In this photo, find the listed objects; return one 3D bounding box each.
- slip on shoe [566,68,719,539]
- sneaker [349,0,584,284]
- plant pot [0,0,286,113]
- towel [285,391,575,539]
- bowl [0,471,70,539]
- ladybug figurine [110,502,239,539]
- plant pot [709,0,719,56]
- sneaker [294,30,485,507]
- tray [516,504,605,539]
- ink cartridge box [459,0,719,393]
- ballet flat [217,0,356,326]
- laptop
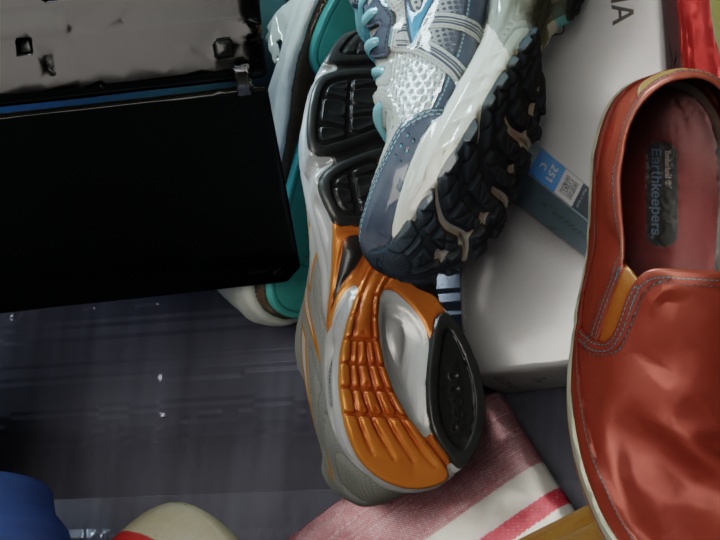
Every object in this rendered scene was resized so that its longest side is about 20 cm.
[{"bbox_3d":[0.115,0.019,0.670,0.073,0.061,0.202,3,77,-2],"label":"slip on shoe"},{"bbox_3d":[0.031,-0.086,0.712,0.086,0.078,0.201,14,63,19],"label":"sneaker"},{"bbox_3d":[-0.154,-0.130,0.805,0.199,0.161,0.203,-5,76,20],"label":"plant pot"},{"bbox_3d":[0.050,0.170,0.730,0.144,0.023,0.201,-36,69,7],"label":"towel"},{"bbox_3d":[-0.217,0.121,0.745,0.199,0.200,0.040,-16,73,17],"label":"bowl"},{"bbox_3d":[-0.072,0.161,0.685,0.071,0.200,0.137,-19,70,-22],"label":"ladybug figurine"},{"bbox_3d":[0.234,-0.120,0.624,0.198,0.142,0.202,2,70,-4],"label":"plant pot"},{"bbox_3d":[0.000,0.000,0.743,0.075,0.092,0.202,8,66,-17],"label":"sneaker"},{"bbox_3d":[0.083,0.145,0.674,0.199,0.037,0.099,-25,68,-10],"label":"tray"},{"bbox_3d":[0.126,-0.060,0.744,0.175,0.045,0.202,-7,75,20],"label":"ink cartridge box"},{"bbox_3d":[-0.023,-0.076,0.800,0.069,0.069,0.202,17,84,24],"label":"ballet flat"},{"bbox_3d":[-0.122,-0.087,0.711,0.175,0.103,0.202,-6,89,1],"label":"laptop"}]
